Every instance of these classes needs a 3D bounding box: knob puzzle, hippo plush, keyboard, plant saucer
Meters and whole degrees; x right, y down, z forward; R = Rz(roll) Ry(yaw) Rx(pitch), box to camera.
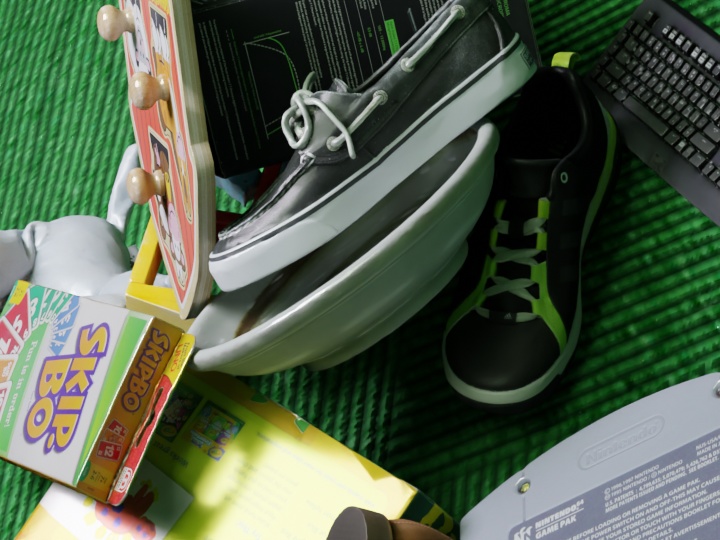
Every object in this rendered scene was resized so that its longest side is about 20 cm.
[{"bbox_3d":[-0.111,-0.069,1.527,0.030,0.221,0.220,-10,34,-13],"label":"knob puzzle"},{"bbox_3d":[-0.155,0.049,1.679,0.200,0.160,0.160,-24,37,-39],"label":"hippo plush"},{"bbox_3d":[0.193,-0.101,1.487,0.127,0.021,0.200,-48,35,5],"label":"keyboard"},{"bbox_3d":[0.000,0.000,1.464,0.200,0.050,0.200,-36,11,8],"label":"plant saucer"}]

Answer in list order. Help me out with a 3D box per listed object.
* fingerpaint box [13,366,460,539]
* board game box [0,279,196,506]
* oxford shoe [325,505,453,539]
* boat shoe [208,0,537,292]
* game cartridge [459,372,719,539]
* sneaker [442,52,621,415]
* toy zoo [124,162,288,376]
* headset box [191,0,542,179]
[{"bbox_3d":[-0.069,0.151,1.465,0.200,0.073,0.167,28,80,38],"label":"fingerpaint box"},{"bbox_3d":[-0.154,0.062,1.503,0.200,0.030,0.096,12,76,58],"label":"board game box"},{"bbox_3d":[0.008,0.217,1.355,0.071,0.071,0.201,17,93,65],"label":"oxford shoe"},{"bbox_3d":[-0.006,-0.070,1.457,0.199,0.068,0.074,-37,11,4],"label":"boat shoe"},{"bbox_3d":[0.132,0.123,1.335,0.200,0.041,0.134,-28,43,29],"label":"game cartridge"},{"bbox_3d":[0.080,-0.024,1.471,0.071,0.083,0.201,3,57,22],"label":"sneaker"},{"bbox_3d":[-0.053,-0.023,1.616,0.131,0.021,0.201,9,51,9],"label":"toy zoo"},{"bbox_3d":[-0.010,-0.130,1.577,0.199,0.093,0.174,-17,13,-12],"label":"headset box"}]
